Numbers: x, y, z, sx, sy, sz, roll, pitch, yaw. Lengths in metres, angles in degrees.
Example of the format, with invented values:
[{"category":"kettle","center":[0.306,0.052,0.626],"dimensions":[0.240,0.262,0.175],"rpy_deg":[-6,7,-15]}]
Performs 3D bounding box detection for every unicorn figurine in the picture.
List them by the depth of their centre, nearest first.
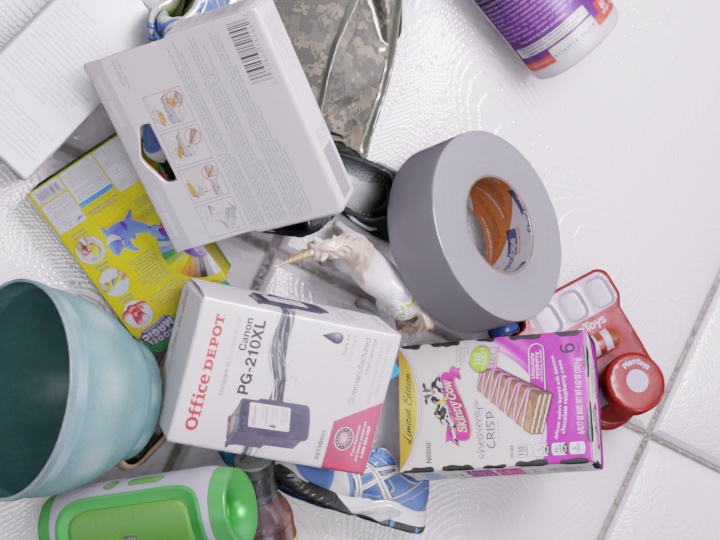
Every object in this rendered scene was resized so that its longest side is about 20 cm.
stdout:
[{"category":"unicorn figurine","center":[0.000,0.000,1.288],"dimensions":[0.200,0.137,0.074],"rpy_deg":[27,87,-18]}]

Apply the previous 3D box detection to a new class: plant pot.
[{"category":"plant pot","center":[-0.271,0.116,1.196],"dimensions":[0.134,0.200,0.200],"rpy_deg":[12,91,-45]}]

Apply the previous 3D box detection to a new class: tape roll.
[{"category":"tape roll","center":[0.119,-0.039,1.312],"dimensions":[0.200,0.066,0.200],"rpy_deg":[18,64,-41]}]

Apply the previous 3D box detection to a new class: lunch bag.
[{"category":"lunch bag","center":[-0.053,-0.226,1.228],"dimensions":[0.118,0.164,0.200],"rpy_deg":[15,91,-57]}]

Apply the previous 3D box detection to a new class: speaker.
[{"category":"speaker","center":[-0.203,0.238,1.224],"dimensions":[0.200,0.088,0.089],"rpy_deg":[-11,100,18]}]

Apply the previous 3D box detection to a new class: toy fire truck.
[{"category":"toy fire truck","center":[0.220,0.108,1.398],"dimensions":[0.200,0.112,0.168],"rpy_deg":[-26,78,-15]}]

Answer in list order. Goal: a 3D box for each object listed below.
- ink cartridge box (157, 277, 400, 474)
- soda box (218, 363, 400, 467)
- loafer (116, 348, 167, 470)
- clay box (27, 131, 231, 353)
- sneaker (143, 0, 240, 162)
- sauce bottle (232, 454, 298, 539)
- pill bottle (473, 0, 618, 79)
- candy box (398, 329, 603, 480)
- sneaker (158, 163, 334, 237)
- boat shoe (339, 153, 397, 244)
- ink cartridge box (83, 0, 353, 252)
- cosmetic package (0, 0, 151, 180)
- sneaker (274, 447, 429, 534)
[{"category":"ink cartridge box","center":[-0.081,0.101,1.225],"dimensions":[0.200,0.084,0.145],"rpy_deg":[12,98,-19]},{"category":"soda box","center":[-0.064,0.125,1.317],"dimensions":[0.200,0.064,0.068],"rpy_deg":[-31,103,-13]},{"category":"loafer","center":[-0.181,0.115,1.278],"dimensions":[0.072,0.063,0.200],"rpy_deg":[37,83,-18]},{"category":"clay box","center":[-0.214,-0.028,1.246],"dimensions":[0.115,0.048,0.200],"rpy_deg":[-31,106,10]},{"category":"sneaker","center":[-0.167,-0.199,1.175],"dimensions":[0.077,0.076,0.200],"rpy_deg":[12,96,-49]},{"category":"sauce bottle","center":[-0.096,0.269,1.289],"dimensions":[0.066,0.066,0.200],"rpy_deg":[-16,118,-16]},{"category":"pill bottle","center":[0.167,-0.307,1.330],"dimensions":[0.111,0.111,0.200],"rpy_deg":[-45,106,-10]},{"category":"candy box","center":[0.141,0.139,1.311],"dimensions":[0.200,0.061,0.136],"rpy_deg":[-7,70,19]},{"category":"sneaker","center":[-0.119,-0.088,1.247],"dimensions":[0.200,0.079,0.075],"rpy_deg":[18,122,1]},{"category":"boat shoe","center":[0.016,-0.073,1.327],"dimensions":[0.200,0.060,0.076],"rpy_deg":[19,89,-18]},{"category":"ink cartridge box","center":[-0.124,-0.126,1.140],"dimensions":[0.176,0.045,0.200],"rpy_deg":[-12,116,23]},{"category":"cosmetic package","center":[-0.286,-0.190,1.213],"dimensions":[0.200,0.071,0.101],"rpy_deg":[-47,107,-9]},{"category":"sneaker","center":[-0.012,0.216,1.341],"dimensions":[0.200,0.076,0.077],"rpy_deg":[22,79,-32]}]
